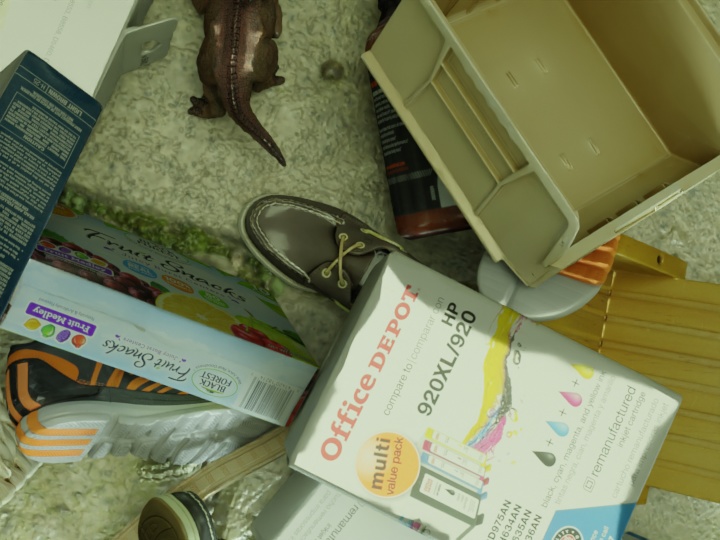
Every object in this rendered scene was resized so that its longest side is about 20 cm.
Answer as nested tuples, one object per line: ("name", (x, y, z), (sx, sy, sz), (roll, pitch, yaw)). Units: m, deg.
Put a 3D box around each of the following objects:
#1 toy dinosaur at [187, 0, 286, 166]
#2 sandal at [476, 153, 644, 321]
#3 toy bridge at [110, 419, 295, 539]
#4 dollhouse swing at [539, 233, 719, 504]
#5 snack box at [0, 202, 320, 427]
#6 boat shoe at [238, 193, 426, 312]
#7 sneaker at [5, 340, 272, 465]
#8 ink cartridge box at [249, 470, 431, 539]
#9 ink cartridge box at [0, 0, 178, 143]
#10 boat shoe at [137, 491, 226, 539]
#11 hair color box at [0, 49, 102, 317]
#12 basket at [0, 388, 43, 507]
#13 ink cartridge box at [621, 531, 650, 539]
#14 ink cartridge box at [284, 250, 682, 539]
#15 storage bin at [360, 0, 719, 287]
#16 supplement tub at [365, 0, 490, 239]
("toy dinosaur", (-0.087, -0.175, 0.728), (0.086, 0.136, 0.201), (-5, 91, -14))
("sandal", (0.150, -0.025, 0.736), (0.079, 0.059, 0.207), (28, 53, 15))
("toy bridge", (-0.125, 0.172, 0.746), (0.200, 0.067, 0.027), (-33, 71, -13))
("dollhouse swing", (0.224, 0.082, 0.770), (0.182, 0.176, 0.200), (16, 84, -46))
("snack box", (-0.139, 0.024, 0.686), (0.200, 0.142, 0.053), (24, 100, -26))
("boat shoe", (0.000, 0.000, 0.786), (0.200, 0.060, 0.072), (32, 82, -12))
("sneaker", (-0.156, 0.075, 0.736), (0.200, 0.078, 0.112), (12, 43, -42))
("ink cartridge box", (0.040, 0.209, 0.780), (0.200, 0.084, 0.146), (42, 80, -10))
("ink cartridge box", (-0.230, -0.180, 0.695), (0.200, 0.129, 0.125), (25, 84, -12))
("boat shoe", (-0.110, 0.217, 0.719), (0.065, 0.073, 0.200), (-26, 140, -30))
("hair color box", (-0.231, -0.024, 0.595), (0.060, 0.100, 0.200), (37, 50, -29))
("basket", (-0.320, 0.096, 0.653), (0.135, 0.123, 0.200), (-29, 95, 16))
("ink cartridge box", (0.248, 0.325, 0.800), (0.084, 0.145, 0.200), (-22, 94, -15))
("ink cartridge box", (0.068, 0.100, 0.665), (0.200, 0.145, 0.147), (27, 82, -1))
("storage bin", (0.139, -0.121, 0.681), (0.200, 0.094, 0.199), (-29, 82, -30))
("supplement tub", (0.062, -0.129, 0.780), (0.107, 0.107, 0.201), (-11, 92, -14))
